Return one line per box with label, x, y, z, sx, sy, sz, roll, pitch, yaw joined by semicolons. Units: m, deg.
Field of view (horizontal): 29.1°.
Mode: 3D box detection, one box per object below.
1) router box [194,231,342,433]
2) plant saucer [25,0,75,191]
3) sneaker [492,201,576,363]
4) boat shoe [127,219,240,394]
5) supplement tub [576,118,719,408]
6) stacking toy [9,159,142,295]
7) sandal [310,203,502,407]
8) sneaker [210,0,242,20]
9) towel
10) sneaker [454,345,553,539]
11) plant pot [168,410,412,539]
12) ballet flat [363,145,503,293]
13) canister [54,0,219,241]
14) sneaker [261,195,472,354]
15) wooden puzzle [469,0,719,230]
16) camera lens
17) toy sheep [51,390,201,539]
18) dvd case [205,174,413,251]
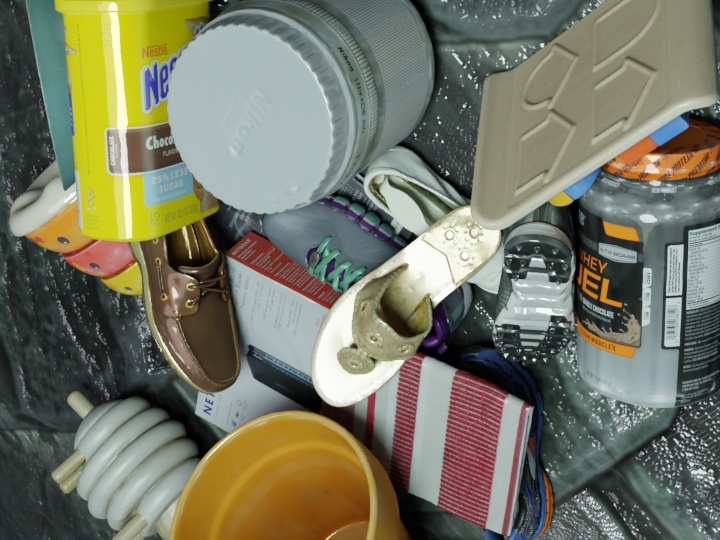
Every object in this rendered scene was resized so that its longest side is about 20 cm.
router box;-0.056;0.091;1.291;0.178;0.049;0.202;26;128;15
plant saucer;-0.250;-0.169;1.164;0.035;0.200;0.203;-11;111;-10
sneaker;0.142;-0.001;1.107;0.065;0.092;0.201;6;148;7
boat shoe;-0.152;0.011;1.226;0.067;0.071;0.203;-17;92;51
supplement tub;0.227;-0.008;1.069;0.121;0.122;0.203;8;114;24
stacking toy;-0.216;-0.027;1.306;0.145;0.147;0.200;-28;113;34
sandal;0.028;0.028;1.116;0.078;0.070;0.212;45;101;4
sneaker;-0.120;-0.221;1.197;0.082;0.071;0.202;18;119;-4
towel;0.052;0.132;1.190;0.198;0.023;0.146;22;127;26
sneaker;0.124;0.161;1.224;0.074;0.078;0.203;-8;108;29
plant pot;-0.036;0.251;1.210;0.198;0.203;0.183;-3;151;28
ballet flat;0.081;-0.029;1.170;0.199;0.069;0.070;37;124;8
canister;-0.172;-0.137;1.107;0.085;0.148;0.203;5;106;23
sneaker;0.000;0.000;1.190;0.198;0.088;0.075;24;123;4
wooden puzzle;0.175;-0.126;1.021;0.199;0.187;0.046;-29;123;32
camera lens;-0.042;-0.147;1.099;0.158;0.200;0.162;11;116;23
toy sheep;-0.229;0.197;1.394;0.200;0.138;0.138;45;124;9
dvd case;-0.060;-0.050;1.262;0.199;0.016;0.149;38;123;6
